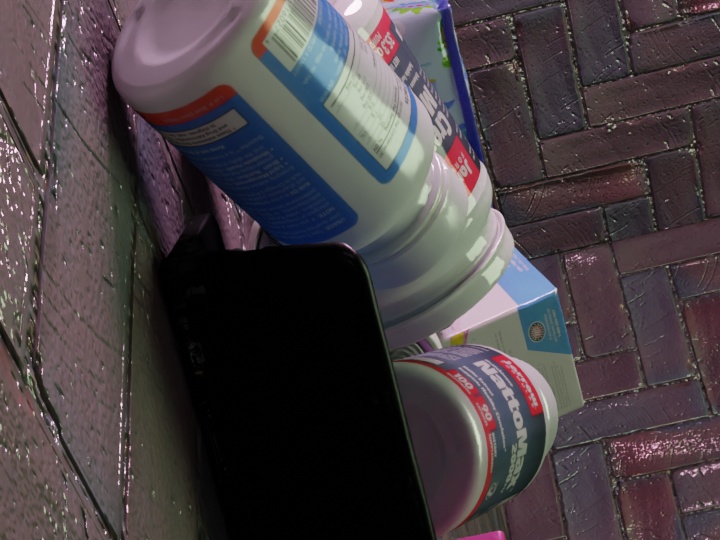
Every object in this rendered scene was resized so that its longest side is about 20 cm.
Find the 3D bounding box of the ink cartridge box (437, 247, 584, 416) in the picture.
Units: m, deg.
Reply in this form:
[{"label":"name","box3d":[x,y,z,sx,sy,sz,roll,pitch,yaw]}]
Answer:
[{"label":"ink cartridge box","box3d":[0.078,0.082,1.604,0.125,0.199,0.129,-127,-162,-59]}]

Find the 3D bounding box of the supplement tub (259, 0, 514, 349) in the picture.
[{"label":"supplement tub","box3d":[-0.005,-0.065,1.111,0.201,0.140,0.141,55,15,-22]}]

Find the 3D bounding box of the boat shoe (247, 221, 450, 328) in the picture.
[{"label":"boat shoe","box3d":[0.000,0.000,1.259,0.200,0.062,0.073,27,84,-50]}]

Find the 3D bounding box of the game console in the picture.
[{"label":"game console","box3d":[-0.026,0.071,0.960,0.176,0.115,0.202,-78,155,-75]}]

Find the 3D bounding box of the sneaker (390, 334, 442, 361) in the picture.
[{"label":"sneaker","box3d":[0.007,0.031,1.413,0.201,0.074,0.100,62,4,15]}]

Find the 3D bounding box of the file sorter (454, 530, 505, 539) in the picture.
[{"label":"file sorter","box3d":[0.042,0.276,1.071,0.201,0.138,0.126,71,10,-46]}]

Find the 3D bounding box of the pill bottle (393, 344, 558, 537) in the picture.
[{"label":"pill bottle","box3d":[0.065,0.114,1.245,0.200,0.119,0.121,-10,87,-65]}]

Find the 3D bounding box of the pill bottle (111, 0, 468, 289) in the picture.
[{"label":"pill bottle","box3d":[-0.030,-0.077,0.955,0.200,0.112,0.113,44,26,-37]}]

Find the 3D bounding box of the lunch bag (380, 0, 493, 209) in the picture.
[{"label":"lunch bag","box3d":[0.006,-0.093,1.328,0.128,0.169,0.202,-89,167,-71]}]
